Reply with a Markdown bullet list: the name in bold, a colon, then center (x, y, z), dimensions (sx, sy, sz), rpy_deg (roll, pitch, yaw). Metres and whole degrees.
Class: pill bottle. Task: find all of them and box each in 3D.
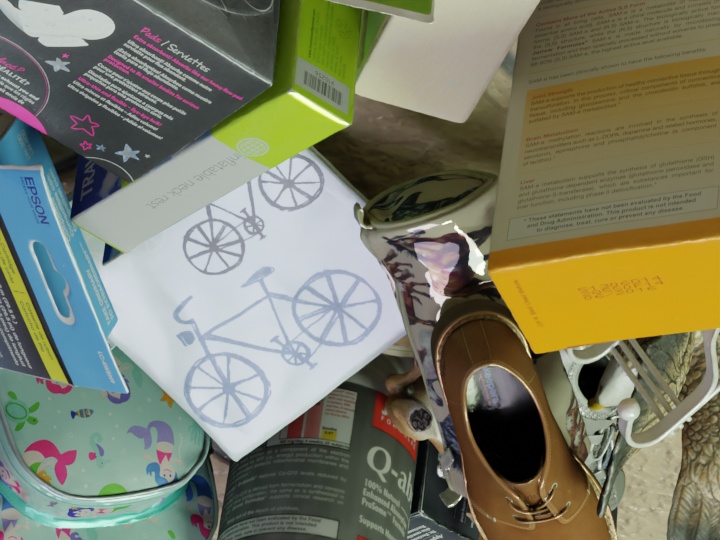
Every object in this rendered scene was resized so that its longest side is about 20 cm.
- **pill bottle**: center (-0.024, 0.126, 1.562), dimensions (0.116, 0.200, 0.116), rpy_deg (6, 147, 4)

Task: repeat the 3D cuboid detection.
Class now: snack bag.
- **snack bag**: center (-0.076, -0.003, 1.448), dimensions (0.189, 0.021, 0.200), rpy_deg (-38, 107, 26)

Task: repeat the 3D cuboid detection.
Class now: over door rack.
- **over door rack**: center (0.181, -0.022, 1.284), dimensions (0.200, 0.148, 0.067), rpy_deg (-35, 136, 3)

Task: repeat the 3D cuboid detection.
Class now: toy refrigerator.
- **toy refrigerator**: center (0.055, -0.163, 1.227), dimensions (0.070, 0.076, 0.200), rpy_deg (14, 147, -11)

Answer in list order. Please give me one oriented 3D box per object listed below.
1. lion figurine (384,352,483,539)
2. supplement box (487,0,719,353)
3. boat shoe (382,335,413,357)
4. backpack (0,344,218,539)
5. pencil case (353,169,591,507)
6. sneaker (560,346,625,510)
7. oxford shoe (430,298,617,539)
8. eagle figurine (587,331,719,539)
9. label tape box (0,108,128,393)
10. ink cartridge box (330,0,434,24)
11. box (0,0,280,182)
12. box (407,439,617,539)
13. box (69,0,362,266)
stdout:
- **lion figurine**: center (0.068, 0.108, 1.532), dimensions (0.200, 0.072, 0.122), rpy_deg (54, 168, -21)
- **supplement box**: center (0.141, -0.064, 1.245), dimensions (0.126, 0.200, 0.074), rpy_deg (-8, 139, 24)
- **boat shoe**: center (0.000, 0.000, 1.484), dimensions (0.200, 0.074, 0.066), rpy_deg (9, 152, -3)
- **backpack**: center (-0.176, 0.112, 1.541), dimensions (0.177, 0.200, 0.151), rpy_deg (-3, 163, -28)
- **pencil case**: center (0.061, 0.037, 1.396), dimensions (0.089, 0.078, 0.200), rpy_deg (-26, 114, -13)
- **sneaker**: center (0.139, 0.096, 1.600), dimensions (0.082, 0.075, 0.200), rpy_deg (-6, 144, 21)
- **oxford shoe**: center (0.089, 0.116, 1.354), dimensions (0.071, 0.071, 0.200), rpy_deg (-24, 115, 5)
- **eagle figurine**: center (0.176, 0.049, 1.399), dimensions (0.151, 0.200, 0.151), rpy_deg (-8, 140, -10)
- **label tape box**: center (-0.198, -0.019, 1.392), dimensions (0.200, 0.066, 0.143), rpy_deg (8, 128, 42)
- **ink cartridge box**: center (-0.037, -0.181, 1.102), dimensions (0.148, 0.200, 0.076), rpy_deg (13, 146, -8)
- **box**: center (-0.144, -0.159, 1.218), dimensions (0.200, 0.132, 0.115), rpy_deg (32, 136, -33)
- **box**: center (0.042, 0.184, 1.726), dimensions (0.182, 0.104, 0.200), rpy_deg (32, 139, -32)
- **box**: center (-0.081, -0.093, 1.313), dimensions (0.048, 0.122, 0.200), rpy_deg (29, 140, -33)
